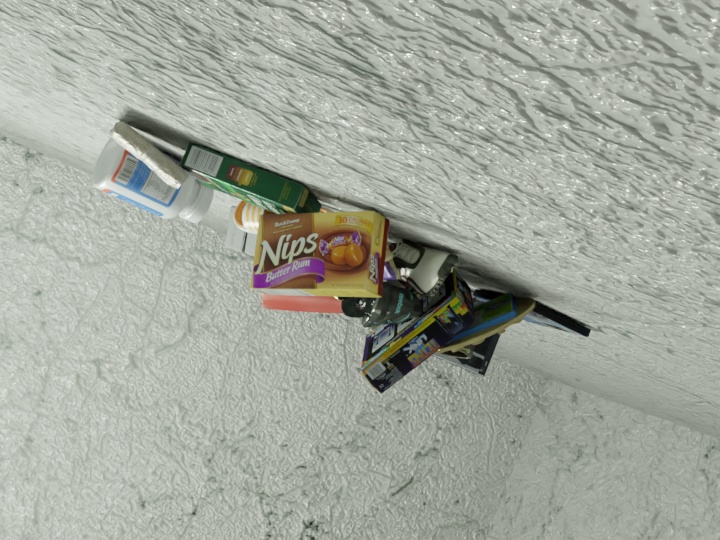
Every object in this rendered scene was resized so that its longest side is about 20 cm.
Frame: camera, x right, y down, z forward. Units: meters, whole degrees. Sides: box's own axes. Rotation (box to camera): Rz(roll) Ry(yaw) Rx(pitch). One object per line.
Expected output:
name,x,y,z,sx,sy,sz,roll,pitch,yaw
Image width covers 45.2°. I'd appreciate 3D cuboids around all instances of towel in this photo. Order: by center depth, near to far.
towel,-0.335,-0.182,1.356,0.132,0.035,0.200,39,176,-17

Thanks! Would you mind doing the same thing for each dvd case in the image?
dvd case,0.311,0.076,1.594,0.142,0.018,0.200,25,176,-21
dvd case,0.181,0.104,1.725,0.199,0.151,0.025,23,175,2

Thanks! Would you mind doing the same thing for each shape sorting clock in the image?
shape sorting clock,0.199,0.093,1.450,0.039,0.200,0.200,64,166,-9

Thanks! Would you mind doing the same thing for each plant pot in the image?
plant pot,-0.107,0.006,1.902,0.177,0.201,0.200,12,175,2

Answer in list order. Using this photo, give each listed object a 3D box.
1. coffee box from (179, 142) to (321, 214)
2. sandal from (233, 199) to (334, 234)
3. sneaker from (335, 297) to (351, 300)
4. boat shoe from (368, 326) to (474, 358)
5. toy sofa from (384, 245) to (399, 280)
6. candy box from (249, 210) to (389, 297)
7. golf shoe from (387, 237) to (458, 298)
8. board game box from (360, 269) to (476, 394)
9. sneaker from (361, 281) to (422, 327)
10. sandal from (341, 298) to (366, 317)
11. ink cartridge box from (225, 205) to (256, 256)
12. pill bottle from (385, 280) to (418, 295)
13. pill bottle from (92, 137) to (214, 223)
coffee box,-0.167,-0.131,1.335,0.199,0.044,0.123,21,174,12
sandal,-0.131,-0.097,1.417,0.206,0.079,0.059,10,169,30
sneaker,0.000,0.000,1.617,0.200,0.074,0.081,-8,-157,-41
boat shoe,0.110,0.120,1.555,0.201,0.061,0.072,7,156,-10
toy sofa,-0.008,-0.014,1.395,0.083,0.098,0.200,-22,-178,-9
candy box,-0.061,-0.024,1.267,0.199,0.117,0.056,1,168,27
golf shoe,0.084,-0.009,1.368,0.088,0.077,0.200,36,169,-15
board game box,0.095,0.096,1.431,0.057,0.200,0.165,49,-165,-9
sneaker,0.048,0.063,1.405,0.079,0.076,0.200,12,176,-5
sandal,0.048,0.046,1.696,0.076,0.200,0.048,64,-161,-18
ink cartridge box,-0.139,-0.062,1.576,0.144,0.085,0.200,6,-175,-34
pill bottle,0.089,0.033,1.574,0.200,0.112,0.112,26,174,-43
pill bottle,-0.374,-0.162,1.580,0.200,0.113,0.112,26,174,-34
